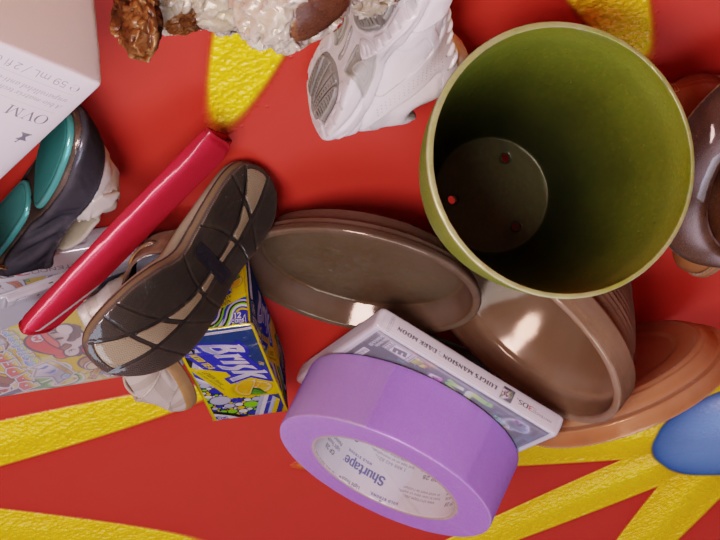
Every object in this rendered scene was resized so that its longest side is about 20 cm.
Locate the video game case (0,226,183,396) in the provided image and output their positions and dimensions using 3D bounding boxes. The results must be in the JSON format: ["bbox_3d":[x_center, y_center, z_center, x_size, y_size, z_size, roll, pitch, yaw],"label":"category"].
[{"bbox_3d":[-0.250,0.037,1.528,0.182,0.023,0.200,-9,147,-1],"label":"video game case"}]

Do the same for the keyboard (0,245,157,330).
[{"bbox_3d":[-0.192,0.002,1.436,0.200,0.011,0.056,-20,163,-27],"label":"keyboard"}]

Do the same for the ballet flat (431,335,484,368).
[{"bbox_3d":[0.096,0.111,1.694,0.200,0.073,0.073,21,136,-38],"label":"ballet flat"}]

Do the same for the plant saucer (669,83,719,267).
[{"bbox_3d":[0.317,-0.078,1.413,0.200,0.032,0.200,-17,133,-19],"label":"plant saucer"}]

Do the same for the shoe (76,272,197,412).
[{"bbox_3d":[-0.180,0.064,1.491,0.053,0.070,0.200,-28,150,-7],"label":"shoe"}]

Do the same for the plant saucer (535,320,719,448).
[{"bbox_3d":[0.227,0.093,1.626,0.200,0.200,0.032,-20,105,14],"label":"plant saucer"}]

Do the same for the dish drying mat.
[{"bbox_3d":[-0.170,-0.027,1.355,0.200,0.018,0.077,-44,175,5],"label":"dish drying mat"}]

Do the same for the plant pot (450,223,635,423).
[{"bbox_3d":[0.157,0.024,1.519,0.093,0.201,0.201,-45,155,-22],"label":"plant pot"}]

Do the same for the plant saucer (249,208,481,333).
[{"bbox_3d":[0.000,0.000,1.483,0.200,0.030,0.200,9,157,4],"label":"plant saucer"}]

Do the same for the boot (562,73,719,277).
[{"bbox_3d":[0.233,-0.068,1.444,0.155,0.077,0.200,-6,141,-18],"label":"boot"}]

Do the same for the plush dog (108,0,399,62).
[{"bbox_3d":[-0.078,-0.199,1.123,0.172,0.161,0.200,-25,-174,26],"label":"plush dog"}]

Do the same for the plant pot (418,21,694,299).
[{"bbox_3d":[0.116,-0.067,1.333,0.187,0.187,0.200,-3,176,-11],"label":"plant pot"}]

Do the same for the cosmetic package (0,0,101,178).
[{"bbox_3d":[-0.303,-0.139,1.161,0.199,0.123,0.200,20,138,-38],"label":"cosmetic package"}]

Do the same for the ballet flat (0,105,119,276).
[{"bbox_3d":[-0.216,-0.056,1.347,0.073,0.073,0.200,9,147,-27],"label":"ballet flat"}]

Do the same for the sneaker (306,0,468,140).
[{"bbox_3d":[0.035,-0.165,1.272,0.099,0.078,0.200,-4,154,-26],"label":"sneaker"}]

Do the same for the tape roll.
[{"bbox_3d":[0.033,0.153,1.601,0.200,0.066,0.200,23,156,10],"label":"tape roll"}]

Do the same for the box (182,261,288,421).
[{"bbox_3d":[-0.109,0.059,1.538,0.070,0.064,0.200,-8,156,3],"label":"box"}]

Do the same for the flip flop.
[{"bbox_3d":[-0.138,-0.003,1.389,0.058,0.200,0.081,12,149,44],"label":"flip flop"}]

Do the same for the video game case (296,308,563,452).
[{"bbox_3d":[0.055,0.111,1.599,0.182,0.023,0.200,31,155,-10],"label":"video game case"}]

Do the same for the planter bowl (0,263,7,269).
[{"bbox_3d":[-0.356,0.004,1.295,0.200,0.084,0.200,19,179,1],"label":"planter bowl"}]
